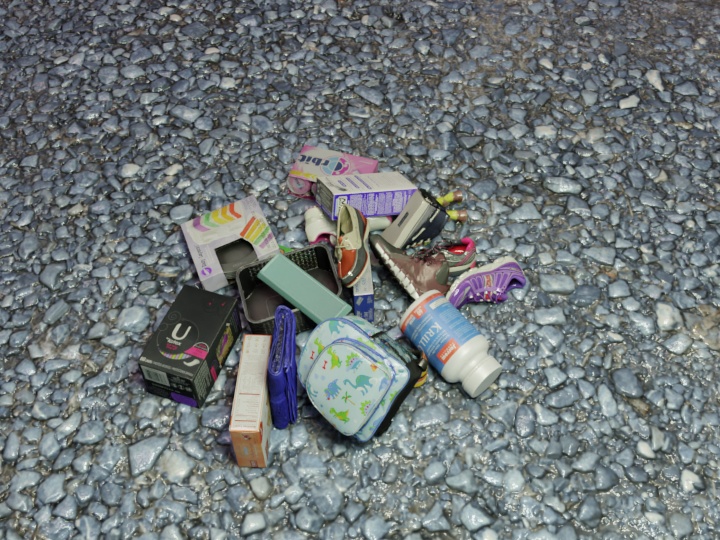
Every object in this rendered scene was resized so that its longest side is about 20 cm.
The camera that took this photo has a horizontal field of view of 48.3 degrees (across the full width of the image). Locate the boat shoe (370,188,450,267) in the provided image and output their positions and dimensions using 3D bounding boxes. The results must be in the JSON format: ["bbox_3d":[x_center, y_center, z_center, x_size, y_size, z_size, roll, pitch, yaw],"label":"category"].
[{"bbox_3d":[0.110,-0.073,1.734,0.092,0.201,0.075,27,22,-31],"label":"boat shoe"}]

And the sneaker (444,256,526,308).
[{"bbox_3d":[0.260,0.037,1.665,0.198,0.081,0.084,-24,61,-18],"label":"sneaker"}]

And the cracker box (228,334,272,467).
[{"bbox_3d":[-0.191,0.237,1.465,0.057,0.135,0.202,2,51,2],"label":"cracker box"}]

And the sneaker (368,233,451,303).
[{"bbox_3d":[0.112,-0.019,1.657,0.115,0.076,0.201,-40,97,-7],"label":"sneaker"}]

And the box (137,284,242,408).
[{"bbox_3d":[-0.326,0.144,1.562,0.121,0.107,0.201,14,51,12],"label":"box"}]

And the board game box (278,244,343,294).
[{"bbox_3d":[-0.131,0.006,1.725,0.198,0.030,0.096,20,55,13],"label":"board game box"}]

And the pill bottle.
[{"bbox_3d":[0.176,0.143,1.547,0.112,0.113,0.200,-33,64,-24],"label":"pill bottle"}]

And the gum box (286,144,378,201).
[{"bbox_3d":[-0.068,-0.218,1.883,0.197,0.067,0.114,14,50,12],"label":"gum box"}]

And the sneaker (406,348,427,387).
[{"bbox_3d":[0.033,0.170,1.546,0.197,0.091,0.071,5,50,4],"label":"sneaker"}]

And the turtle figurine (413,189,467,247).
[{"bbox_3d":[0.154,-0.146,1.823,0.159,0.065,0.202,-8,51,-6],"label":"turtle figurine"}]

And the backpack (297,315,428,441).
[{"bbox_3d":[-0.015,0.183,1.449,0.199,0.184,0.147,38,16,19],"label":"backpack"}]

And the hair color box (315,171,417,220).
[{"bbox_3d":[0.012,-0.164,1.745,0.197,0.066,0.109,-5,28,-23],"label":"hair color box"}]

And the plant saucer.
[{"bbox_3d":[-0.112,0.038,1.568,0.199,0.019,0.070,36,70,21],"label":"plant saucer"}]

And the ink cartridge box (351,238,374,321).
[{"bbox_3d":[0.000,0.000,1.685,0.043,0.095,0.202,-4,50,-2],"label":"ink cartridge box"}]

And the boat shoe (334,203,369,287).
[{"bbox_3d":[-0.022,-0.051,1.608,0.071,0.063,0.202,-28,36,30],"label":"boat shoe"}]

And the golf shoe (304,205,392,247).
[{"bbox_3d":[-0.028,-0.092,1.787,0.197,0.076,0.093,0,65,3],"label":"golf shoe"}]

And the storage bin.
[{"bbox_3d":[-0.140,0.046,1.629,0.197,0.094,0.137,-16,60,-6],"label":"storage bin"}]

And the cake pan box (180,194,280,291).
[{"bbox_3d":[-0.280,-0.057,1.746,0.182,0.053,0.201,-23,49,-6],"label":"cake pan box"}]

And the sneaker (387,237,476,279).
[{"bbox_3d":[0.151,-0.026,1.718,0.197,0.075,0.081,-15,52,-10],"label":"sneaker"}]

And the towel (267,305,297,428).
[{"bbox_3d":[-0.135,0.180,1.469,0.049,0.201,0.149,4,51,0],"label":"towel"}]
